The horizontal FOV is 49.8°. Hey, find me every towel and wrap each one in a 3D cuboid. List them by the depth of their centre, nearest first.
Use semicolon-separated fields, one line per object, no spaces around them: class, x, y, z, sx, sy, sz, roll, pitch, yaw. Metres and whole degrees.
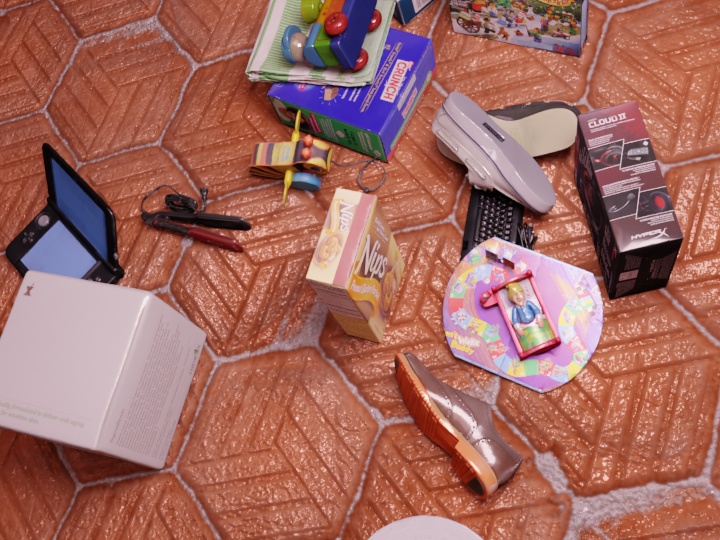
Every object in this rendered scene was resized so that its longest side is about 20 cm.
towel;-0.059;-0.335;1.125;0.196;0.023;0.155;7;67;19

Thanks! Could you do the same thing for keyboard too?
keyboard;0.180;-0.034;1.008;0.102;0.040;0.204;4;70;18

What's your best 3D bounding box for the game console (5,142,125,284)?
game console;-0.450;-0.052;1.150;0.199;0.117;0.176;40;82;26

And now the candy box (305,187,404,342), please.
candy box;0.000;0.000;0.954;0.054;0.200;0.118;11;71;19

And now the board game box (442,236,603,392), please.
board game box;0.194;0.051;0.947;0.197;0.039;0.161;22;86;18

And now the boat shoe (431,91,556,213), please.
boat shoe;0.169;-0.140;1.016;0.200;0.071;0.070;46;129;9

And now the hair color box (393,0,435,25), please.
hair color box;0.042;-0.487;1.221;0.099;0.061;0.201;-38;64;-3

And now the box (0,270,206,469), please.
box;-0.344;0.131;1.013;0.195;0.172;0.204;9;70;19

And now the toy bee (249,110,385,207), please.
toy bee;-0.079;-0.165;1.091;0.196;0.109;0.134;-16;73;15

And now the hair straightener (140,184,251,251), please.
hair straightener;-0.247;-0.085;1.155;0.196;0.041;0.078;12;72;25

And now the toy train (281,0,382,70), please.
toy train;-0.033;-0.374;1.087;0.114;0.085;0.203;3;64;30

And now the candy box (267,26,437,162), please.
candy box;-0.010;-0.276;1.140;0.197;0.077;0.171;23;74;24

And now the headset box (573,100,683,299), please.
headset box;0.312;-0.090;0.932;0.073;0.149;0.204;-13;65;8

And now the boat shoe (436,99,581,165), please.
boat shoe;0.202;-0.186;1.055;0.198;0.063;0.075;-4;109;27

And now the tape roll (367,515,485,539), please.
tape roll;0.077;0.378;0.853;0.196;0.066;0.204;-6;66;14

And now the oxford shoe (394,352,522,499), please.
oxford shoe;0.113;0.173;0.936;0.072;0.072;0.201;-29;66;-20

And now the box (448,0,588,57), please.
box;0.218;-0.374;1.083;0.197;0.137;0.038;19;73;22
